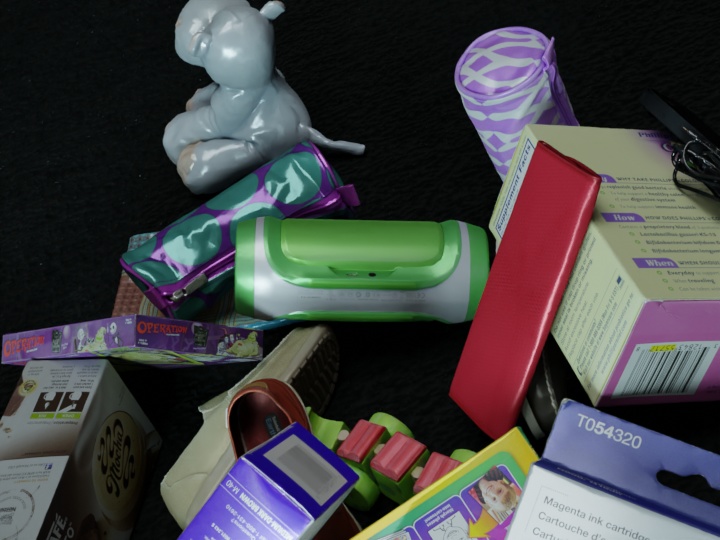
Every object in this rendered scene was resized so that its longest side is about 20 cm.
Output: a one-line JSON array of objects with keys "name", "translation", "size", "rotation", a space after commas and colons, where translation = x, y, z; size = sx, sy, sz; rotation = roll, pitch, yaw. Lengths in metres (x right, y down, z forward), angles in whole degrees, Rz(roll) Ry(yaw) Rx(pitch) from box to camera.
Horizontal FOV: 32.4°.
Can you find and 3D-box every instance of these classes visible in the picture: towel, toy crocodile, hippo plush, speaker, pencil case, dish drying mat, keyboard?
[{"name": "towel", "translation": [-0.130, 0.004, 1.126], "size": [0.198, 0.022, 0.147], "rotation": [-10, 45, 14]}, {"name": "toy crocodile", "translation": [0.036, 0.146, 0.893], "size": [0.199, 0.062, 0.068], "rotation": [19, 58, 34]}, {"name": "hippo plush", "translation": [-0.129, -0.173, 1.194], "size": [0.159, 0.161, 0.200], "rotation": [-35, 45, -13]}, {"name": "speaker", "translation": [0.000, 0.000, 0.995], "size": [0.198, 0.089, 0.089], "rotation": [1, 45, -3]}, {"name": "pencil case", "translation": [0.145, -0.103, 0.994], "size": [0.085, 0.200, 0.084], "rotation": [9, 61, 37]}, {"name": "dish drying mat", "translation": [0.114, 0.016, 0.862], "size": [0.018, 0.201, 0.077], "rotation": [7, 21, -28]}, {"name": "keyboard", "translation": [0.259, -0.061, 0.879], "size": [0.040, 0.104, 0.200], "rotation": [-54, 47, 19]}, {"name": "pencil case", "translation": [-0.102, -0.029, 1.070], "size": [0.199, 0.085, 0.092], "rotation": [-34, 28, -9]}]

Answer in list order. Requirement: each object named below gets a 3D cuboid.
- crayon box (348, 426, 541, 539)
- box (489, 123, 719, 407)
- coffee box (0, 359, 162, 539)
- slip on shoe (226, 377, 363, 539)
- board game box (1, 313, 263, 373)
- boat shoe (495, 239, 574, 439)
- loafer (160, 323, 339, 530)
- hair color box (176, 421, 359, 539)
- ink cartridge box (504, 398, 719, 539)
[{"name": "crayon box", "translation": [0.053, 0.206, 0.794], "size": [0.199, 0.058, 0.119], "rotation": [-32, 73, -7]}, {"name": "box", "translation": [0.215, -0.008, 0.890], "size": [0.174, 0.097, 0.201], "rotation": [0, 40, -22]}, {"name": "coffee box", "translation": [-0.231, 0.180, 0.933], "size": [0.079, 0.113, 0.201], "rotation": [-3, 47, 20]}, {"name": "slip on shoe", "translation": [-0.045, 0.168, 0.864], "size": [0.074, 0.061, 0.201], "rotation": [-25, 73, 11]}, {"name": "board game box", "translation": [-0.184, 0.060, 0.983], "size": [0.199, 0.119, 0.033], "rotation": [-9, 80, 46]}, {"name": "boat shoe", "translation": [0.142, 0.039, 0.946], "size": [0.060, 0.072, 0.203], "rotation": [-15, 40, 15]}, {"name": "loafer", "translation": [-0.087, 0.116, 0.963], "size": [0.068, 0.076, 0.200], "rotation": [21, 59, 29]}, {"name": "hair color box", "translation": [-0.093, 0.199, 0.795], "size": [0.065, 0.109, 0.201], "rotation": [38, 102, 9]}, {"name": "ink cartridge box", "translation": [0.177, 0.194, 0.731], "size": [0.195, 0.043, 0.201], "rotation": [19, 73, 15]}]
